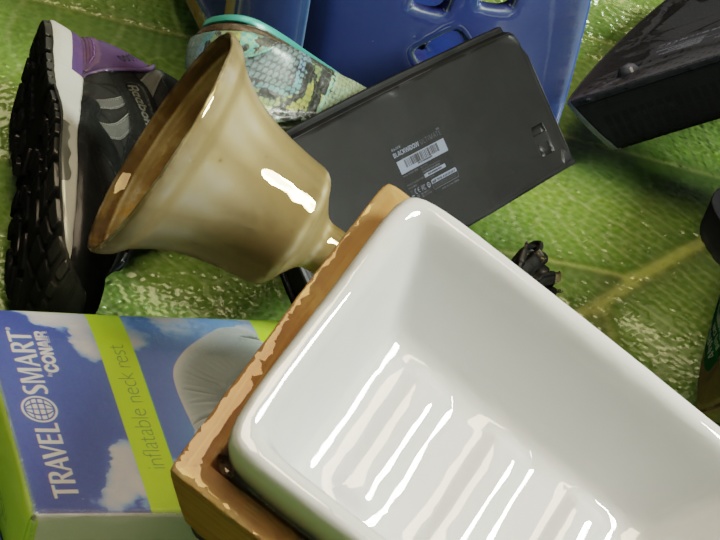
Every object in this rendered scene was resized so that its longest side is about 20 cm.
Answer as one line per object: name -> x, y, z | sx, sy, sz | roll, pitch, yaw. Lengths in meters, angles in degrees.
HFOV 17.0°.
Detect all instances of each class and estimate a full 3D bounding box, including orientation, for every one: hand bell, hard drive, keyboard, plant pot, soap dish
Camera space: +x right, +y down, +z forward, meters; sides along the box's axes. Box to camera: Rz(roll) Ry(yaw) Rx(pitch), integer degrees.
hand bell -> 0.000, 0.000, 0.984 | 0.200, 0.104, 0.104 | 33, 32, -14
hard drive -> 0.199, -0.123, 1.289 | 0.134, 0.042, 0.200 | -16, 15, 29
keyboard -> 0.033, -0.028, 1.103 | 0.200, 0.021, 0.127 | -29, 97, -43
plant pot -> 0.004, -0.191, 1.224 | 0.179, 0.201, 0.200 | -4, 40, -20
soap dish -> 0.043, 0.086, 0.890 | 0.200, 0.081, 0.157 | 38, 54, -2

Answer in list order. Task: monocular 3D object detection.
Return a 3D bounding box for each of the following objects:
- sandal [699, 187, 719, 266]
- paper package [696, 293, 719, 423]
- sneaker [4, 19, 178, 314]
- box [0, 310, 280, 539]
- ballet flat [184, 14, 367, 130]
sandal -> 0.222, -0.034, 1.061 | 0.200, 0.043, 0.076 | -19, 48, -42
paper package -> 0.272, 0.012, 1.149 | 0.190, 0.104, 0.200 | 21, 35, 5
sneaker -> -0.106, -0.042, 1.068 | 0.087, 0.076, 0.200 | 15, 34, -17
box -> -0.073, 0.070, 0.950 | 0.199, 0.048, 0.122 | 2, 38, -25
ballet flat -> -0.008, -0.056, 1.131 | 0.200, 0.074, 0.074 | 20, 27, -40
